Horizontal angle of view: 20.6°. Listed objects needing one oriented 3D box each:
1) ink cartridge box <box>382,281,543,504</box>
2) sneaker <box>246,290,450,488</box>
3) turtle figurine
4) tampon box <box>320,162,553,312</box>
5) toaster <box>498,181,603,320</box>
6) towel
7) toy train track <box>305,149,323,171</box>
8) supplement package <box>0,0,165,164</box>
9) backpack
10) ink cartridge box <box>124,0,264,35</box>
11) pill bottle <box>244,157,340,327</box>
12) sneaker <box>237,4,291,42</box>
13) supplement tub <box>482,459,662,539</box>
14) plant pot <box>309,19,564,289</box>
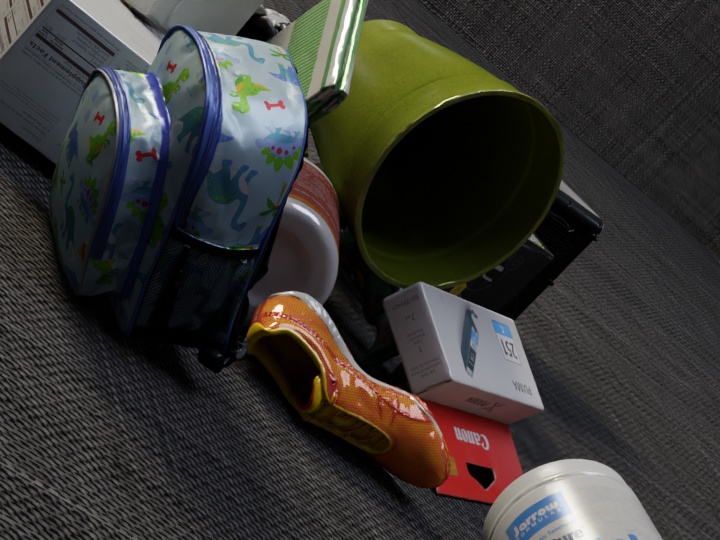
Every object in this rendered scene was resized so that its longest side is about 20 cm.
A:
[{"bbox_3d":[0.103,0.113,1.727,0.200,0.045,0.176,21,48,-60],"label":"ink cartridge box"},{"bbox_3d":[-0.014,0.105,1.527,0.200,0.073,0.077,42,38,-8],"label":"sneaker"},{"bbox_3d":[0.000,0.000,1.788,0.150,0.101,0.200,10,45,-49],"label":"turtle figurine"},{"bbox_3d":[0.061,-0.045,1.980,0.200,0.150,0.126,53,15,31],"label":"tampon box"},{"bbox_3d":[0.136,-0.043,2.142,0.119,0.181,0.200,50,13,34],"label":"toaster"},{"bbox_3d":[-0.072,-0.143,1.611,0.023,0.200,0.153,37,40,-25],"label":"towel"},{"bbox_3d":[-0.048,-0.094,1.853,0.200,0.033,0.115,84,1,-77],"label":"toy train track"},{"bbox_3d":[-0.200,-0.139,1.558,0.200,0.111,0.156,39,10,-25],"label":"supplement package"},{"bbox_3d":[-0.127,-0.067,1.381,0.147,0.200,0.183,15,28,-26],"label":"backpack"},{"bbox_3d":[-0.174,-0.302,1.681,0.200,0.147,0.145,41,3,22],"label":"ink cartridge box"},{"bbox_3d":[-0.072,-0.034,1.633,0.112,0.112,0.200,42,14,-12],"label":"pill bottle"},{"bbox_3d":[-0.100,-0.217,1.880,0.200,0.075,0.115,23,3,-41],"label":"sneaker"},{"bbox_3d":[0.180,0.250,1.489,0.132,0.132,0.200,36,15,-33],"label":"supplement tub"},{"bbox_3d":[0.043,-0.118,1.733,0.200,0.200,0.193,31,14,-44],"label":"plant pot"}]
